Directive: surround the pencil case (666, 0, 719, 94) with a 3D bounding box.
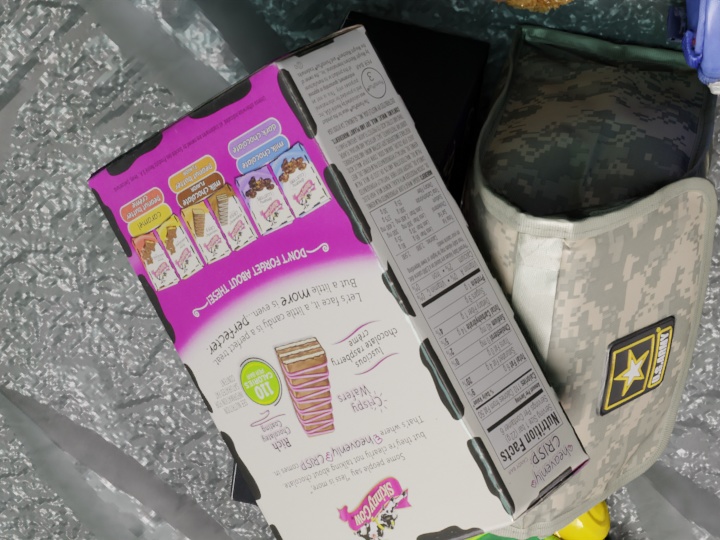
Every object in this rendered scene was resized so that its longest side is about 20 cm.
[{"bbox_3d":[0.234,-0.103,0.861,0.199,0.078,0.087,13,94,7],"label":"pencil case"}]

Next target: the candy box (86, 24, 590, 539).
[{"bbox_3d":[-0.011,0.019,0.814,0.136,0.061,0.201,-25,93,45],"label":"candy box"}]

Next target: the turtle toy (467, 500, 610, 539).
[{"bbox_3d":[0.101,0.215,1.075,0.145,0.101,0.200,-30,109,28],"label":"turtle toy"}]

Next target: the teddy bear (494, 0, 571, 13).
[{"bbox_3d":[0.024,-0.185,0.875,0.145,0.067,0.200,-26,110,29],"label":"teddy bear"}]

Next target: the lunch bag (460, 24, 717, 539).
[{"bbox_3d":[0.095,0.005,0.892,0.117,0.200,0.165,11,122,8],"label":"lunch bag"}]

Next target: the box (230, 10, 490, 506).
[{"bbox_3d":[0.000,0.000,0.948,0.078,0.141,0.201,12,123,5],"label":"box"}]
